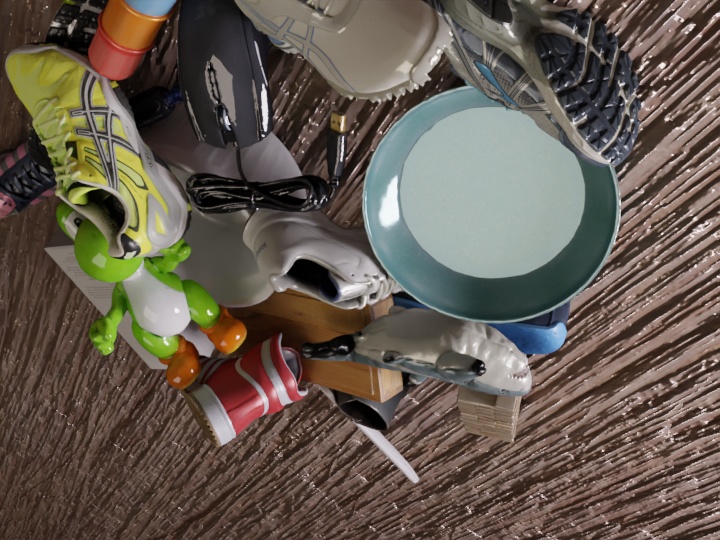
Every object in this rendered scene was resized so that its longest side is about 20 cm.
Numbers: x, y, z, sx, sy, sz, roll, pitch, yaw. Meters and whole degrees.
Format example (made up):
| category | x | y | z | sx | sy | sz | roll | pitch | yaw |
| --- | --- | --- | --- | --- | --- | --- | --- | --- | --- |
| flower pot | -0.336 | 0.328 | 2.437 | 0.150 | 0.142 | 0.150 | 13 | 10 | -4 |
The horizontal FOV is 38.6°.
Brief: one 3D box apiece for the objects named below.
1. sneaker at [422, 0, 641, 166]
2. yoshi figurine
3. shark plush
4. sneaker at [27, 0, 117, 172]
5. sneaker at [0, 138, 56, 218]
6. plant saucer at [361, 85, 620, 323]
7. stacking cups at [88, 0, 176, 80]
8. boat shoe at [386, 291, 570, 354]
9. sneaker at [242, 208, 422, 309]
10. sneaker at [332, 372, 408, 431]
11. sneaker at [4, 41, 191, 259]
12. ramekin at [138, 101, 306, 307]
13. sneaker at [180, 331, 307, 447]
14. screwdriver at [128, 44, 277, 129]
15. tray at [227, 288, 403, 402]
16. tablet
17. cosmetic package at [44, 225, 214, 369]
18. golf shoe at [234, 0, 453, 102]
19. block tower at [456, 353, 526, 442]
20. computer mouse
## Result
| category | x | y | z | sx | sy | sz | roll | pitch | yaw |
| --- | --- | --- | --- | --- | --- | --- | --- | --- | --- |
| sneaker | 0.111 | -0.148 | 0.709 | 0.200 | 0.078 | 0.086 | 45 | 155 | -13 |
| yoshi figurine | -0.193 | 0.015 | 0.914 | 0.111 | 0.113 | 0.200 | -16 | 123 | 41 |
| shark plush | 0.044 | 0.082 | 0.881 | 0.198 | 0.091 | 0.084 | -9 | 138 | 11 |
| sneaker | -0.244 | -0.182 | 0.893 | 0.073 | 0.081 | 0.200 | 15 | 131 | -24 |
| sneaker | -0.345 | -0.092 | 1.070 | 0.199 | 0.082 | 0.070 | -18 | 126 | 46 |
| plant saucer | 0.101 | -0.054 | 0.804 | 0.198 | 0.036 | 0.202 | 5 | 118 | 9 |
| stacking cups | -0.156 | -0.218 | 0.758 | 0.060 | 0.061 | 0.200 | 34 | 133 | -11 |
| boat shoe | 0.098 | 0.030 | 0.945 | 0.198 | 0.069 | 0.084 | 11 | 151 | 24 |
| sneaker | 0.000 | 0.000 | 0.864 | 0.198 | 0.087 | 0.075 | 5 | 129 | -19 |
| sneaker | -0.023 | 0.070 | 1.040 | 0.199 | 0.107 | 0.075 | 37 | 145 | -14 |
| sneaker | -0.218 | -0.098 | 0.823 | 0.200 | 0.076 | 0.075 | 50 | 127 | -2 |
| ramekin | -0.147 | -0.067 | 0.955 | 0.199 | 0.098 | 0.201 | 18 | 145 | 13 |
| sneaker | -0.120 | 0.105 | 1.014 | 0.072 | 0.112 | 0.200 | 66 | 165 | -18 |
| screwdriver | -0.130 | -0.159 | 0.845 | 0.199 | 0.028 | 0.029 | -23 | 134 | 27 |
| tray | -0.051 | 0.057 | 0.993 | 0.199 | 0.037 | 0.100 | 10 | 115 | 42 |
| tablet | -0.012 | 0.157 | 1.163 | 0.200 | 0.014 | 0.130 | 51 | 174 | -39 |
| cosmetic package | -0.227 | 0.005 | 1.096 | 0.084 | 0.108 | 0.200 | -3 | 137 | 35 |
| golf shoe | -0.031 | -0.175 | 0.676 | 0.199 | 0.079 | 0.097 | 30 | 178 | 39 |
| block tower | 0.127 | 0.121 | 0.994 | 0.057 | 0.054 | 0.200 | 11 | 164 | 10 |
| computer mouse | -0.079 | -0.133 | 0.789 | 0.139 | 0.046 | 0.202 | 7 | 108 | 15 |
